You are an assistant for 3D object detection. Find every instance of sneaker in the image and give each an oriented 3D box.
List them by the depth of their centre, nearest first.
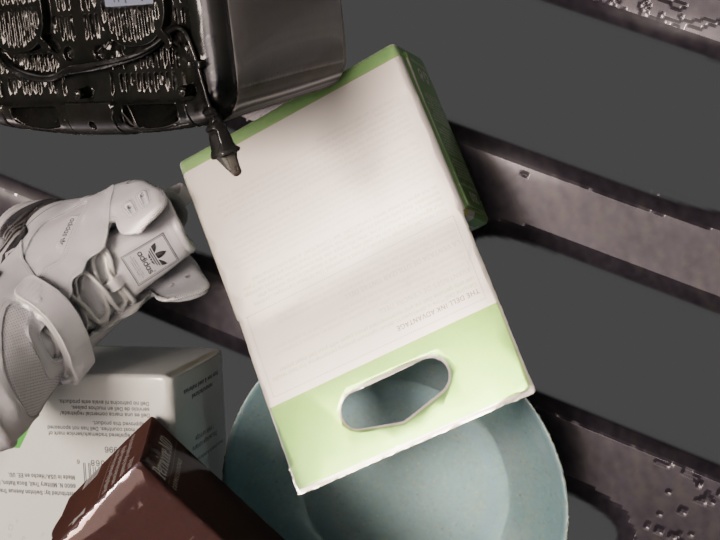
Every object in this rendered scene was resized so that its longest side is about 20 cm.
[{"bbox_3d":[-0.150,0.013,0.748,0.115,0.200,0.075,-16,121,12],"label":"sneaker"}]

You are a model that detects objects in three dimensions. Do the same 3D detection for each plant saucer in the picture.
[{"bbox_3d":[0.021,0.126,0.786,0.201,0.039,0.201,3,100,17],"label":"plant saucer"}]

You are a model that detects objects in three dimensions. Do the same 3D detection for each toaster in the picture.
[{"bbox_3d":[-0.112,-0.157,0.710,0.181,0.119,0.200,3,106,35],"label":"toaster"}]

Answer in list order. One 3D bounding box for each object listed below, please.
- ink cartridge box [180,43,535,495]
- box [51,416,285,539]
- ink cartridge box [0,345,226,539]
[{"bbox_3d":[0.000,0.000,0.743,0.145,0.048,0.200,-26,76,18],"label":"ink cartridge box"},{"bbox_3d":[-0.063,0.176,0.719,0.200,0.100,0.075,43,92,-9],"label":"box"},{"bbox_3d":[-0.156,0.150,0.819,0.146,0.083,0.200,1,98,16],"label":"ink cartridge box"}]
